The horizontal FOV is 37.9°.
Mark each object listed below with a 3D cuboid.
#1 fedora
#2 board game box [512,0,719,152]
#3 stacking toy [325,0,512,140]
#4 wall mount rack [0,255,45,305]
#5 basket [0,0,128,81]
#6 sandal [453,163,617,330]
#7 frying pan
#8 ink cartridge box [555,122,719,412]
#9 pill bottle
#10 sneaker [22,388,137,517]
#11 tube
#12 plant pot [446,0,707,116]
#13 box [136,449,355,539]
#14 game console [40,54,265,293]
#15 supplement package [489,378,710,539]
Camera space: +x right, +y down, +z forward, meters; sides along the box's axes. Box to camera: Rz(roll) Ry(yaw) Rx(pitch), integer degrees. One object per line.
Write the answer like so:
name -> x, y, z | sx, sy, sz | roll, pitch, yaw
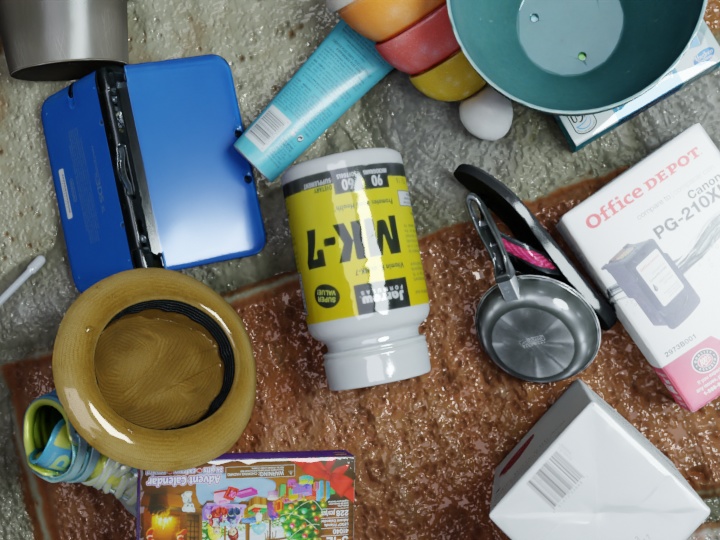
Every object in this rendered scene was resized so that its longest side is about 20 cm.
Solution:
fedora -> -0.191, 0.096, 0.951 | 0.082, 0.200, 0.202 | -32, 82, 48
board game box -> 0.210, -0.234, 0.948 | 0.150, 0.047, 0.201 | -30, 84, 7
stacking toy -> 0.073, -0.202, 0.941 | 0.145, 0.146, 0.201 | -30, 105, 7
wall mount rack -> -0.414, 0.032, 1.036 | 0.199, 0.075, 0.175 | 31, 97, 9
basket -> -0.289, -0.289, 0.990 | 0.179, 0.135, 0.203 | -4, 94, 37
sandal -> 0.148, -0.015, 0.939 | 0.045, 0.075, 0.200 | -41, 86, -2
frying pan -> 0.151, 0.025, 0.915 | 0.114, 0.031, 0.192 | 4, 124, 20
ink cartridge box -> 0.284, -0.003, 0.912 | 0.144, 0.084, 0.201 | -35, 84, 6
pill bottle -> 0.000, 0.000, 0.945 | 0.113, 0.114, 0.203 | -11, 87, 9
sneaker -> -0.235, 0.187, 0.967 | 0.200, 0.130, 0.080 | 43, 103, 8
tube -> -0.034, -0.172, 0.990 | 0.077, 0.050, 0.200 | 44, 89, -5
plant pot -> 0.175, -0.219, 0.861 | 0.197, 0.135, 0.203 | 0, 89, 10
box -> -0.104, 0.237, 0.955 | 0.197, 0.039, 0.139 | 1, 90, -16
game console -> -0.206, -0.093, 1.029 | 0.170, 0.118, 0.203 | -15, 85, 40
supplement package -> 0.188, 0.179, 0.865 | 0.120, 0.200, 0.121 | 42, 95, 7
